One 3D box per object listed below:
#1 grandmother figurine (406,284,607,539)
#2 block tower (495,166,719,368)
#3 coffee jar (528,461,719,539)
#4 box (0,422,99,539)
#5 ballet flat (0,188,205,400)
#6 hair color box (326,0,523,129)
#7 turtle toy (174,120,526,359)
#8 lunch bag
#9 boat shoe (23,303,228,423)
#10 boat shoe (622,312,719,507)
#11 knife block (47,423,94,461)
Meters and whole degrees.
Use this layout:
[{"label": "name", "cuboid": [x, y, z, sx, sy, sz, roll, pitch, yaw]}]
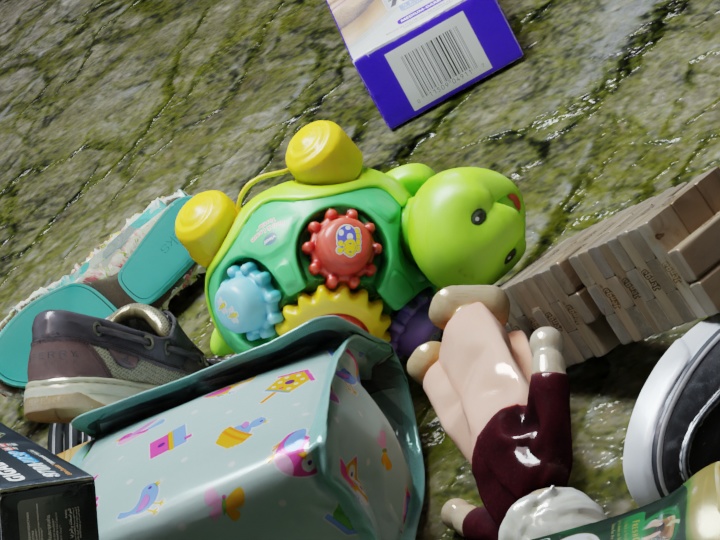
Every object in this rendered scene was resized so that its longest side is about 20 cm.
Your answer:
[{"label": "grandmother figurine", "cuboid": [0.075, 0.083, 1.128, 0.060, 0.122, 0.200, 2, 33, -16]}, {"label": "block tower", "cuboid": [0.130, 0.004, 1.166, 0.058, 0.054, 0.200, -35, 3, -27]}, {"label": "coffee jar", "cuboid": [0.107, 0.146, 0.948, 0.199, 0.105, 0.086, -21, 29, 16]}, {"label": "box", "cuboid": [-0.159, 0.175, 1.058, 0.046, 0.202, 0.159, -8, 11, -25]}, {"label": "ballet flat", "cuboid": [-0.166, 0.025, 1.525, 0.200, 0.076, 0.064, -38, -5, -27]}, {"label": "hair color box", "cuboid": [0.039, -0.184, 1.680, 0.109, 0.065, 0.200, -28, 24, 4]}, {"label": "turtle toy", "cuboid": [0.000, 0.000, 1.282, 0.199, 0.146, 0.101, -31, 37, 16]}, {"label": "lunch bag", "cuboid": [-0.061, 0.108, 1.180, 0.169, 0.123, 0.200, -23, 20, 15]}, {"label": "boat shoe", "cuboid": [-0.122, 0.051, 1.308, 0.071, 0.065, 0.200, -3, -3, 26]}, {"label": "boat shoe", "cuboid": [0.204, 0.046, 1.080, 0.199, 0.072, 0.068, -35, 23, -28]}, {"label": "knife block", "cuboid": [-0.151, 0.139, 1.281, 0.199, 0.064, 0.176, 1, 40, 48]}]
